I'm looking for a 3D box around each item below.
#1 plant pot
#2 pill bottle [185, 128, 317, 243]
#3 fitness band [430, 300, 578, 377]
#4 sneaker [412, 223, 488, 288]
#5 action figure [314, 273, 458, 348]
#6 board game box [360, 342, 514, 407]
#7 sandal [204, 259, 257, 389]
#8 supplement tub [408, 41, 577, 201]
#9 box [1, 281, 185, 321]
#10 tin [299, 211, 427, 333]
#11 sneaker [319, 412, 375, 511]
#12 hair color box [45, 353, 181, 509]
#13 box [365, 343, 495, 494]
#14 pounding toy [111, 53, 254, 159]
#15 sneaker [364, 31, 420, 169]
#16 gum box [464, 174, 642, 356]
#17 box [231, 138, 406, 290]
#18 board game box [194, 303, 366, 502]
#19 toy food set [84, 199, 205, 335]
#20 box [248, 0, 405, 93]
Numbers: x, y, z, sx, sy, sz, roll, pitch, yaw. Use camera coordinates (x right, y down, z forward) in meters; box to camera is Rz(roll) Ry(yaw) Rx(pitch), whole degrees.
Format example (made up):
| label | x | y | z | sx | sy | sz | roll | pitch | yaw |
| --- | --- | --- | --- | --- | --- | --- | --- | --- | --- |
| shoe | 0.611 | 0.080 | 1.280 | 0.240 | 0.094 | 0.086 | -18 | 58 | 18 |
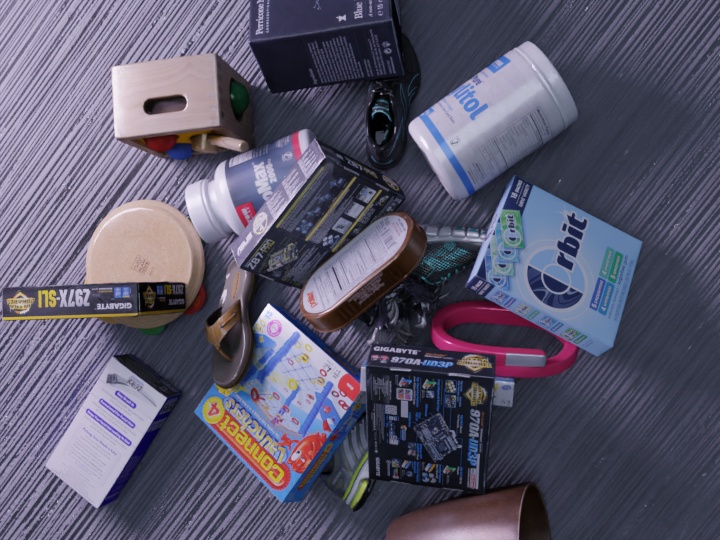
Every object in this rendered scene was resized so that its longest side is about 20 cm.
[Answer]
| label | x | y | z | sx | sy | sz | roll | pitch | yaw |
| --- | --- | --- | --- | --- | --- | --- | --- | --- | --- |
| plant pot | 0.139 | 0.381 | 1.059 | 0.198 | 0.186 | 0.190 | -8 | 86 | 25 |
| pill bottle | -0.143 | -0.113 | 1.141 | 0.198 | 0.120 | 0.121 | -20 | 85 | 9 |
| fitness band | 0.193 | 0.090 | 1.066 | 0.197 | 0.144 | 0.038 | 5 | 116 | 8 |
| sneaker | 0.120 | -0.017 | 1.122 | 0.197 | 0.077 | 0.093 | 5 | 98 | 18 |
| action figure | 0.039 | 0.059 | 1.089 | 0.198 | 0.118 | 0.104 | -8 | 79 | 33 |
| board game box | 0.108 | 0.138 | 1.078 | 0.197 | 0.134 | 0.035 | 5 | 100 | 11 |
| sandal | -0.191 | 0.070 | 1.140 | 0.081 | 0.054 | 0.203 | -13 | 63 | 41 |
| supplement tub | 0.178 | -0.201 | 1.082 | 0.199 | 0.132 | 0.133 | -35 | 83 | 7 |
| box | -0.366 | 0.041 | 1.106 | 0.197 | 0.160 | 0.050 | -2 | 87 | 9 |
| tin | 0.000 | 0.000 | 1.059 | 0.199 | 0.112 | 0.042 | -40 | 119 | 9 |
| sneaker | 0.002 | 0.236 | 1.129 | 0.080 | 0.074 | 0.202 | 23 | 90 | 13 |
| hair color box | -0.372 | 0.240 | 1.198 | 0.109 | 0.065 | 0.201 | 34 | 96 | 10 |
| box | 0.087 | 0.191 | 1.006 | 0.157 | 0.046 | 0.202 | 4 | 123 | 10 |
| pounding toy | -0.232 | -0.214 | 1.127 | 0.197 | 0.184 | 0.144 | -5 | 87 | 10 |
| sneaker | 0.044 | -0.249 | 1.134 | 0.074 | 0.079 | 0.203 | 3 | 87 | 10 |
| gum box | 0.258 | -0.009 | 1.048 | 0.198 | 0.045 | 0.171 | 27 | 63 | -1 |
| box | -0.056 | -0.063 | 1.084 | 0.200 | 0.160 | 0.049 | -50 | 47 | 21 |
| board game box | -0.109 | 0.186 | 1.130 | 0.199 | 0.056 | 0.197 | 37 | 94 | 26 |
| toy food set | -0.324 | -0.006 | 1.205 | 0.195 | 0.049 | 0.203 | 11 | 90 | 10 |
| box | -0.045 | -0.373 | 1.106 | 0.197 | 0.118 | 0.199 | -6 | 66 | 10 |
